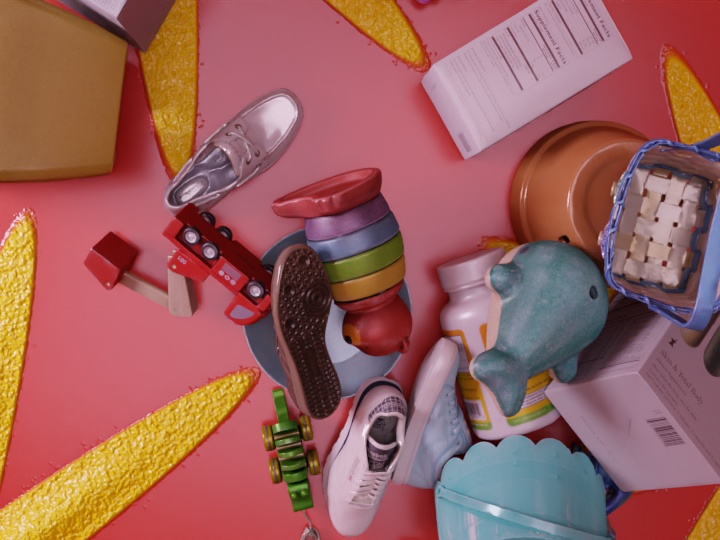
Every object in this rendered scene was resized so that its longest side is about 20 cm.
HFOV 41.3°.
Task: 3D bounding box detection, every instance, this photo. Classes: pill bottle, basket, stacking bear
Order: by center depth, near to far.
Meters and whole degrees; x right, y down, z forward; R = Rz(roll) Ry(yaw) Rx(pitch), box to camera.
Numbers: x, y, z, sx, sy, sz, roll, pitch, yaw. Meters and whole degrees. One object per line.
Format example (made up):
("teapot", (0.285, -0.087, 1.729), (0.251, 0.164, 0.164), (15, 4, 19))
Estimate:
("basket", (0.310, -0.037, 0.922), (0.137, 0.200, 0.179), (14, 91, -5))
("stacking bear", (0.000, 0.000, 1.052), (0.113, 0.121, 0.203), (-29, 108, -37))
("pill bottle", (0.155, 0.081, 1.102), (0.110, 0.111, 0.203), (-18, 94, -3))

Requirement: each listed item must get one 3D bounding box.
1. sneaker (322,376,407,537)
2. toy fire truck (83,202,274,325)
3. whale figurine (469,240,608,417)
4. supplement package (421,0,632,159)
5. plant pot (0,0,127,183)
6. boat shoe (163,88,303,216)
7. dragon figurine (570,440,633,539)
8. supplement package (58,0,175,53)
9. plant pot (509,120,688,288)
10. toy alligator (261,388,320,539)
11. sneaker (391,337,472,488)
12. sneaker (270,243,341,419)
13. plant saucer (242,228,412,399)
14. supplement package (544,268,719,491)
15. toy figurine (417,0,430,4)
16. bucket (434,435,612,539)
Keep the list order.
("sneaker", (0.006, 0.226, 1.101), (0.075, 0.081, 0.203), (7, 108, -17))
("toy fire truck", (-0.196, 0.005, 1.072), (0.199, 0.049, 0.141), (40, 120, -6))
("whale figurine", (0.189, 0.055, 0.993), (0.160, 0.103, 0.200), (53, 51, -18))
("supplement package", (0.185, -0.228, 1.087), (0.198, 0.114, 0.110), (-31, 93, -2))
("plant pot", (-0.344, -0.184, 1.019), (0.174, 0.200, 0.203), (7, 92, -15))
("boat shoe", (-0.143, -0.131, 1.090), (0.200, 0.069, 0.071), (-44, 94, -1))
("dragon figurine", (0.289, 0.230, 1.146), (0.098, 0.059, 0.203), (-21, 96, -3))
("supplement package", (-0.290, -0.359, 1.006), (0.198, 0.191, 0.148), (31, 90, -6))
("plant pot", (0.281, -0.076, 1.090), (0.197, 0.140, 0.204), (0, 92, -3))
("toy alligator", (-0.076, 0.240, 1.121), (0.058, 0.054, 0.203), (-12, 94, -3))
("sneaker", (0.095, 0.168, 1.102), (0.081, 0.074, 0.202), (13, 122, -3))
("sneaker", (-0.072, 0.064, 1.039), (0.070, 0.075, 0.203), (-18, 113, -29))
("plant saucer", (-0.039, 0.049, 1.122), (0.198, 0.039, 0.204), (0, 92, -5))
("supplement package", (0.342, 0.114, 1.057), (0.152, 0.150, 0.200), (50, 59, -8))
("toy figurine", (0.095, -0.378, 1.087), (0.183, 0.151, 0.201), (-32, 120, 11))
("bucket", (0.179, 0.298, 1.054), (0.204, 0.136, 0.210), (2, 125, 3))
